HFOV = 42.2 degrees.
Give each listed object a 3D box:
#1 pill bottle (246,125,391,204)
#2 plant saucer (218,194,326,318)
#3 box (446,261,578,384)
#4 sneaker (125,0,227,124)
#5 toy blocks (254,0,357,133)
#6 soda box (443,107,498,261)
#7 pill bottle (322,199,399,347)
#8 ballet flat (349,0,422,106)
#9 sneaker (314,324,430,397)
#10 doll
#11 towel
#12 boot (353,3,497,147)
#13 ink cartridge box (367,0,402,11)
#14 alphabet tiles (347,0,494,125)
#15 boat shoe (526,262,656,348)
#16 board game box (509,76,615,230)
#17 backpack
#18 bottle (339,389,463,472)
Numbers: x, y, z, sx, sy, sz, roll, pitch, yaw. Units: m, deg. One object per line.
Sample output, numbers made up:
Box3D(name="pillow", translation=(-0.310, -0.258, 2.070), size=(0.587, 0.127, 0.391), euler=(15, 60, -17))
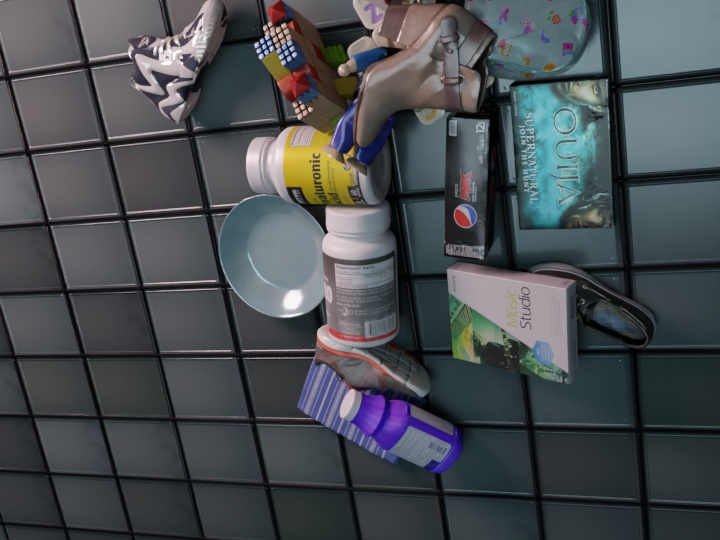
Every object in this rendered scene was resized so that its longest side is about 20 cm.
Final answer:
Box3D(name="pill bottle", translation=(-0.061, -0.153, 1.354), size=(0.195, 0.111, 0.114), euler=(2, 112, 21))
Box3D(name="plant saucer", translation=(-0.128, -0.026, 1.471), size=(0.196, 0.039, 0.206), euler=(8, 113, 19))
Box3D(name="box", translation=(0.217, 0.073, 1.345), size=(0.197, 0.036, 0.148), euler=(10, 115, 39))
Box3D(name="sneaker", translation=(-0.285, -0.333, 1.386), size=(0.128, 0.080, 0.201), euler=(30, 128, -2))
Box3D(name="toy blocks", translation=(-0.085, -0.279, 1.257), size=(0.099, 0.136, 0.203), euler=(-28, 71, 19))
Box3D(name="soda box", translation=(0.154, -0.122, 1.304), size=(0.062, 0.071, 0.205), euler=(7, 113, 17))
Box3D(name="pill bottle", translation=(0.000, 0.000, 1.388), size=(0.111, 0.114, 0.205), euler=(4, 112, 19))
Box3D(name="ballet flat", translation=(0.038, -0.290, 1.288), size=(0.074, 0.064, 0.203), euler=(26, 117, 10))
Box3D(name="sneaker", translation=(0.016, 0.157, 1.465), size=(0.197, 0.077, 0.083), euler=(26, 117, 12))
Box3D(name="doll", translation=(0.022, -0.232, 1.220), size=(0.135, 0.048, 0.203), euler=(24, 101, -31))
Box3D(name="towel", translation=(0.000, 0.217, 1.530), size=(0.197, 0.024, 0.147), euler=(28, 119, 11))
Box3D(name="boot", translation=(0.079, -0.223, 1.131), size=(0.144, 0.070, 0.204), euler=(23, 118, 15))
Box3D(name="ink cartridge box", translation=(0.052, -0.435, 1.142), size=(0.082, 0.147, 0.203), euler=(31, 96, 5))
Box3D(name="alphabet tiles", translation=(0.086, -0.306, 1.243), size=(0.198, 0.015, 0.198), euler=(-31, 104, 4))
Box3D(name="boat shoe", translation=(0.322, 0.049, 1.314), size=(0.197, 0.057, 0.070), euler=(24, 117, 11))
Box3D(name="board game box", translation=(0.276, -0.157, 1.267), size=(0.132, 0.028, 0.205), euler=(0, 110, 22))
Box3D(name="backpack", translation=(0.188, -0.309, 1.172), size=(0.195, 0.127, 0.171), euler=(13, 105, 0))
Box3D(name="bottle", translation=(0.062, 0.246, 1.452), size=(0.197, 0.066, 0.084), euler=(26, 125, -16))
